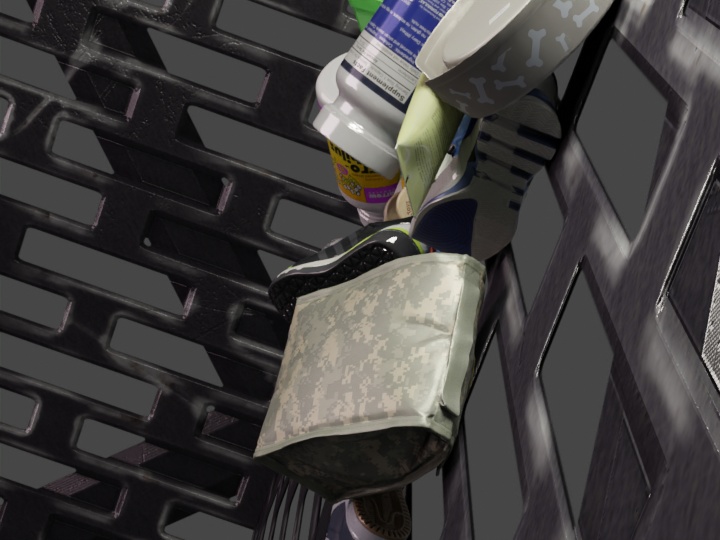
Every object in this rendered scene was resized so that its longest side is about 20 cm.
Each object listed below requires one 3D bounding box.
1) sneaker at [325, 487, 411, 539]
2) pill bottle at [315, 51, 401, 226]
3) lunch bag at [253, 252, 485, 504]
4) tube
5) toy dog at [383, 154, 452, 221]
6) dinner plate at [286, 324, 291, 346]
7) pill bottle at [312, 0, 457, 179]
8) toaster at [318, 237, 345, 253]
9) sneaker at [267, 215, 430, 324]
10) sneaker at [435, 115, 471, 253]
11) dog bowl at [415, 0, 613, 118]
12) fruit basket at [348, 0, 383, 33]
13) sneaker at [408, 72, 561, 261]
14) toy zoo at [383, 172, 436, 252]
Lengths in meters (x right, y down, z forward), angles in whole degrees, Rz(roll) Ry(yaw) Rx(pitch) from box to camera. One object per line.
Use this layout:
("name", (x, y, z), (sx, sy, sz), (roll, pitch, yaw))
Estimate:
("sneaker", (-0.001, 0.225, 1.555), (0.200, 0.070, 0.109), (-88, 19, -69))
("pill bottle", (0.018, -0.135, 1.894), (0.200, 0.104, 0.104), (76, -157, -44))
("lunch bag", (0.026, 0.087, 1.437), (0.200, 0.117, 0.165), (-22, 44, 46))
("tube", (0.065, -0.141, 1.472), (0.052, 0.058, 0.200), (-37, 23, 47))
("toy dog", (0.107, -0.097, 1.690), (0.200, 0.096, 0.132), (-54, 5, 17))
("dinner plate", (-0.040, 0.099, 1.911), (0.200, 0.024, 0.201), (0, -90, -63))
("pill bottle", (0.048, -0.194, 1.656), (0.200, 0.116, 0.116), (-55, 6, 9))
("toaster", (-0.006, 0.054, 1.773), (0.200, 0.113, 0.130), (129, 144, -57))
("sneaker", (0.000, 0.000, 1.654), (0.200, 0.072, 0.083), (-21, 17, 41))
("sneaker", (0.101, -0.102, 1.568), (0.078, 0.090, 0.201), (153, 135, -85))
("dog bowl", (0.130, -0.204, 1.392), (0.200, 0.059, 0.200), (-44, 15, 15))
("fruit basket", (0.099, -0.323, 1.870), (0.215, 0.155, 0.216), (-26, -54, -42))
("sneaker", (0.121, -0.103, 1.481), (0.200, 0.080, 0.115), (-58, 8, 44))
("toy zoo", (0.058, -0.027, 1.805), (0.131, 0.020, 0.201), (121, 148, -57))
